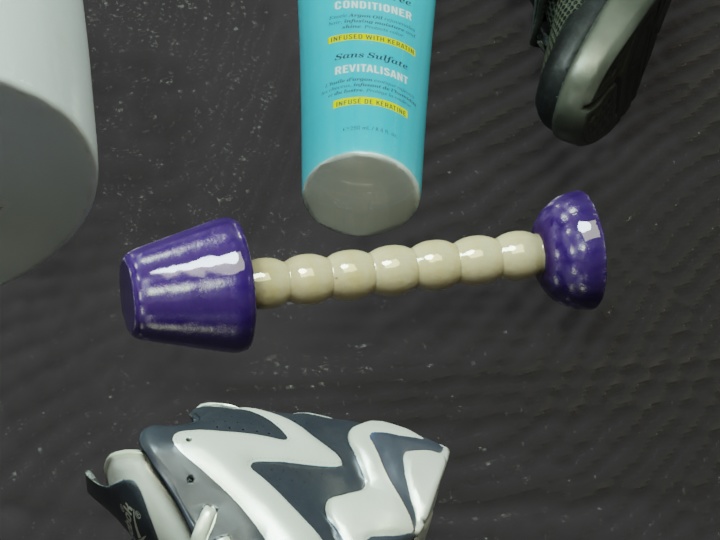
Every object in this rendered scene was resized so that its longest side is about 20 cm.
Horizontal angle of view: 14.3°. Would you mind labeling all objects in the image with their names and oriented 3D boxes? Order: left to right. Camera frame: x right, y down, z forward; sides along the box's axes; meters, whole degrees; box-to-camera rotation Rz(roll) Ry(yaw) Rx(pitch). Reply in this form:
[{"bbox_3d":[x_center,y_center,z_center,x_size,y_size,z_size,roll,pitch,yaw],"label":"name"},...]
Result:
[{"bbox_3d":[-0.195,-0.110,1.180,0.169,0.170,0.200,-2,54,-11],"label":"utensil holder"},{"bbox_3d":[-0.054,0.121,1.075,0.129,0.080,0.199,18,51,7],"label":"sneaker"},{"bbox_3d":[0.000,0.000,1.196,0.199,0.058,0.058,-6,53,-17],"label":"toy lamp"},{"bbox_3d":[0.002,-0.103,1.289,0.077,0.050,0.200,11,45,-10],"label":"tube"},{"bbox_3d":[0.087,-0.136,1.309,0.114,0.076,0.200,16,48,6],"label":"sneaker"}]
